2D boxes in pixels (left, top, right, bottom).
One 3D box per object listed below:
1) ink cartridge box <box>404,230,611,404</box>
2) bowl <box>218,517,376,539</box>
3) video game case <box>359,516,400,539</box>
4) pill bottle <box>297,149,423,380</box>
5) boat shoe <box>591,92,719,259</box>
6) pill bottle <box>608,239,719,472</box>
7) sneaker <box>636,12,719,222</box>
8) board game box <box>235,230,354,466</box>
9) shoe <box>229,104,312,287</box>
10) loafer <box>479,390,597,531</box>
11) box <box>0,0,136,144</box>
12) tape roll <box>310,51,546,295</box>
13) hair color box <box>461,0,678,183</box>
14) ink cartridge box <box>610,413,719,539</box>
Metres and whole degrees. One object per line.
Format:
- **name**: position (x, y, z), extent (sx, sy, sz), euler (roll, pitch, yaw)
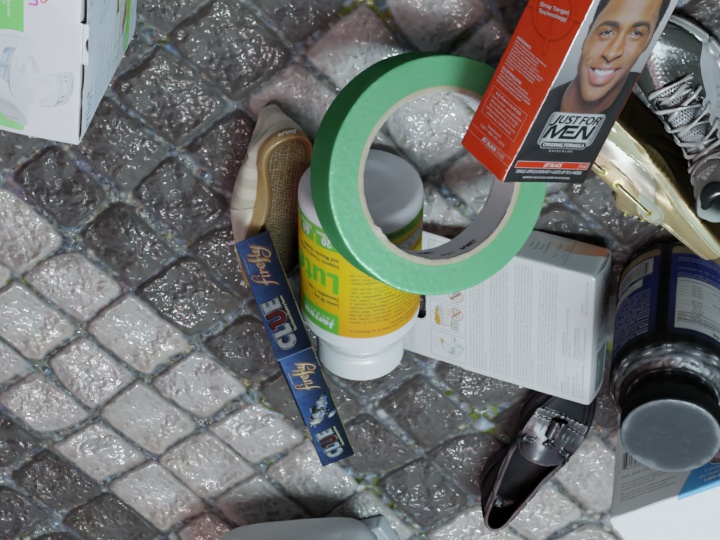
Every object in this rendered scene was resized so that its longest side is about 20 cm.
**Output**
- **ink cartridge box**: position (0.132, 0.030, 1.669), extent (0.199, 0.050, 0.163), euler (18, 134, 23)
- **bowl**: position (-0.050, 0.335, 1.905), extent (0.199, 0.075, 0.201), euler (-8, 128, 19)
- **video game case**: position (-0.008, 0.361, 1.981), extent (0.181, 0.023, 0.200), euler (-17, 123, 26)
- **pill bottle**: position (0.000, 0.000, 1.616), extent (0.110, 0.111, 0.201), euler (7, 132, 8)
- **boat shoe**: position (0.241, -0.081, 1.523), extent (0.200, 0.074, 0.066), euler (47, 128, -12)
- **pill bottle**: position (0.273, 0.074, 1.554), extent (0.111, 0.200, 0.112), euler (7, 131, 8)
- **sneaker**: position (0.279, -0.112, 1.453), extent (0.075, 0.116, 0.200), euler (-27, 119, 31)
- **board game box**: position (-0.059, 0.075, 1.644), extent (0.034, 0.136, 0.200), euler (-21, 145, -2)
- **shoe**: position (-0.081, -0.064, 1.629), extent (0.070, 0.053, 0.201), euler (-16, 141, -26)
- **loafer**: position (0.174, 0.183, 1.760), extent (0.072, 0.063, 0.200), euler (24, 131, -7)
- **box**: position (-0.239, -0.235, 1.437), extent (0.096, 0.177, 0.201), euler (12, 132, 3)
- **tape roll**: position (0.059, -0.081, 1.497), extent (0.199, 0.048, 0.202), euler (-4, 101, -22)
- **hair color box**: position (0.169, -0.167, 1.411), extent (0.101, 0.061, 0.201), euler (-3, 127, -42)
- **ink cartridge box**: position (0.328, 0.174, 1.624), extent (0.146, 0.201, 0.146), euler (-24, 122, 29)
